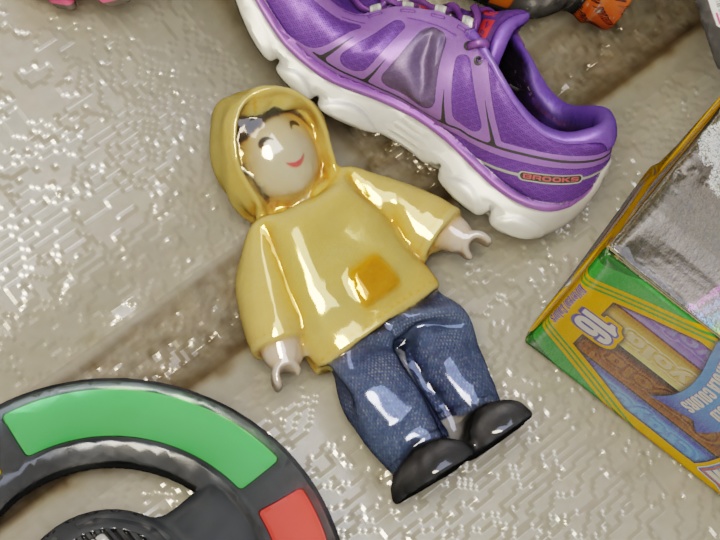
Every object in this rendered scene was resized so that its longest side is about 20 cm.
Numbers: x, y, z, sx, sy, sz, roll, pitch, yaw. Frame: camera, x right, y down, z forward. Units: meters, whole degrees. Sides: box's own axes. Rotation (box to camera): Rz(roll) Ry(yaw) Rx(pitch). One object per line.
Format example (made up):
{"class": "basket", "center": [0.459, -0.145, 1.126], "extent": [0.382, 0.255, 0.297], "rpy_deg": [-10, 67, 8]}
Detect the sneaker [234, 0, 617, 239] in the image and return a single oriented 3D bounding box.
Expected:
{"class": "sneaker", "center": [0.033, -0.102, 0.998], "extent": [0.200, 0.083, 0.081], "rpy_deg": [34, 34, -2]}

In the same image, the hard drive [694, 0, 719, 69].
{"class": "hard drive", "center": [0.181, -0.191, 1.016], "extent": [0.140, 0.038, 0.200], "rpy_deg": [69, 26, -15]}

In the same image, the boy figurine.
{"class": "boy figurine", "center": [0.000, 0.000, 0.974], "extent": [0.124, 0.064, 0.200], "rpy_deg": [-27, 81, -18]}

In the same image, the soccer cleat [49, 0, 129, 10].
{"class": "soccer cleat", "center": [-0.080, -0.177, 0.961], "extent": [0.086, 0.200, 0.070], "rpy_deg": [62, 32, -31]}

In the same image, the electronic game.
{"class": "electronic game", "center": [-0.103, 0.137, 0.896], "extent": [0.199, 0.042, 0.201], "rpy_deg": [3, 61, -5]}

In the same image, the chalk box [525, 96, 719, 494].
{"class": "chalk box", "center": [0.200, 0.032, 0.980], "extent": [0.200, 0.124, 0.124], "rpy_deg": [40, 65, 2]}

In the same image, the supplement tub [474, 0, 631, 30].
{"class": "supplement tub", "center": [0.048, -0.198, 1.025], "extent": [0.200, 0.123, 0.123], "rpy_deg": [23, 67, -4]}
